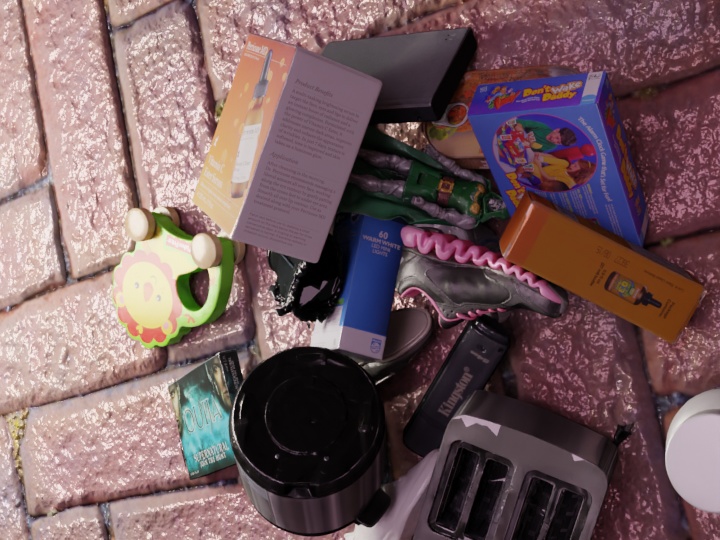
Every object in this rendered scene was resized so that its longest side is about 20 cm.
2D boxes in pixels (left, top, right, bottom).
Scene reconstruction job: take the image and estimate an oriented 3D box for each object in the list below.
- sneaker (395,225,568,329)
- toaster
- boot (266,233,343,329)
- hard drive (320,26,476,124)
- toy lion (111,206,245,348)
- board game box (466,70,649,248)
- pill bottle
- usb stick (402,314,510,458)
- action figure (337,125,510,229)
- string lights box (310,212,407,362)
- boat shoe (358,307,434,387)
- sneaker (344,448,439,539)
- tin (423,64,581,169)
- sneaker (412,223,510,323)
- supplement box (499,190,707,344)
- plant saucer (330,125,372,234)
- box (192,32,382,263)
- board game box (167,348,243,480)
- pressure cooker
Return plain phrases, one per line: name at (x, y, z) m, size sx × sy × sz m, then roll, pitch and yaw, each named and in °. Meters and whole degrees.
sneaker at (0.121, 0.022, 1.048) m, size 0.198 × 0.079 × 0.097 m, roll 22°, pitch 97°, yaw 29°
toaster at (0.168, 0.233, 1.049) m, size 0.179 × 0.119 × 0.203 m, roll 20°, pitch 101°, yaw 15°
boot at (-0.056, -0.048, 1.148) m, size 0.163 × 0.072 × 0.201 m, roll -122°, pitch 48°, yaw -64°
hard drive at (0.023, -0.223, 1.165) m, size 0.197 × 0.033 × 0.141 m, roll 2°, pitch 48°, yaw 32°
toy lion at (-0.263, 0.020, 1.376) m, size 0.198 × 0.068 × 0.195 m, roll 19°, pitch 106°, yaw 30°
board game box at (0.204, -0.104, 1.011) m, size 0.133 × 0.201 × 0.045 m, roll 1°, pitch 50°, yaw 31°
pill bottle at (0.345, 0.161, 0.911) m, size 0.111 × 0.199 × 0.114 m, roll 0°, pitch 90°, yaw 31°
usb stick at (0.107, 0.136, 1.130) m, size 0.055 × 0.033 × 0.202 m, roll 34°, pitch 122°, yaw 11°
action figure at (0.070, -0.093, 1.087) m, size 0.197 × 0.055 × 0.120 m, roll 17°, pitch 71°, yaw 3°
string lights box at (0.000, 0.000, 1.153) m, size 0.103 × 0.058 × 0.203 m, roll 164°, pitch 119°, yaw -67°
boat shoe at (0.016, 0.108, 1.209) m, size 0.199 × 0.057 × 0.068 m, roll -32°, pitch 48°, yaw 23°
sneaker at (0.036, 0.274, 1.175) m, size 0.088 × 0.075 × 0.202 m, roll 45°, pitch 117°, yaw 31°
tin at (0.164, -0.166, 1.099) m, size 0.197 × 0.042 × 0.113 m, roll 3°, pitch 64°, yaw 32°
sneaker at (0.112, -0.024, 1.145) m, size 0.087 × 0.074 × 0.202 m, roll -41°, pitch 65°, yaw 42°
supplement box at (0.242, -0.005, 1.004) m, size 0.198 × 0.069 × 0.067 m, roll 27°, pitch 105°, yaw -2°
plant saucer at (-0.065, -0.125, 1.264) m, size 0.198 × 0.036 × 0.204 m, roll 0°, pitch 90°, yaw 32°
box at (-0.083, -0.134, 1.065) m, size 0.152 × 0.105 × 0.203 m, roll 34°, pitch 106°, yaw 60°
board game box at (-0.194, 0.191, 1.297) m, size 0.199 × 0.028 × 0.137 m, roll -32°, pitch 71°, yaw 55°
pressure cooker at (-0.058, 0.200, 1.121) m, size 0.176 × 0.201 × 0.178 m, roll -7°, pitch 57°, yaw -3°
